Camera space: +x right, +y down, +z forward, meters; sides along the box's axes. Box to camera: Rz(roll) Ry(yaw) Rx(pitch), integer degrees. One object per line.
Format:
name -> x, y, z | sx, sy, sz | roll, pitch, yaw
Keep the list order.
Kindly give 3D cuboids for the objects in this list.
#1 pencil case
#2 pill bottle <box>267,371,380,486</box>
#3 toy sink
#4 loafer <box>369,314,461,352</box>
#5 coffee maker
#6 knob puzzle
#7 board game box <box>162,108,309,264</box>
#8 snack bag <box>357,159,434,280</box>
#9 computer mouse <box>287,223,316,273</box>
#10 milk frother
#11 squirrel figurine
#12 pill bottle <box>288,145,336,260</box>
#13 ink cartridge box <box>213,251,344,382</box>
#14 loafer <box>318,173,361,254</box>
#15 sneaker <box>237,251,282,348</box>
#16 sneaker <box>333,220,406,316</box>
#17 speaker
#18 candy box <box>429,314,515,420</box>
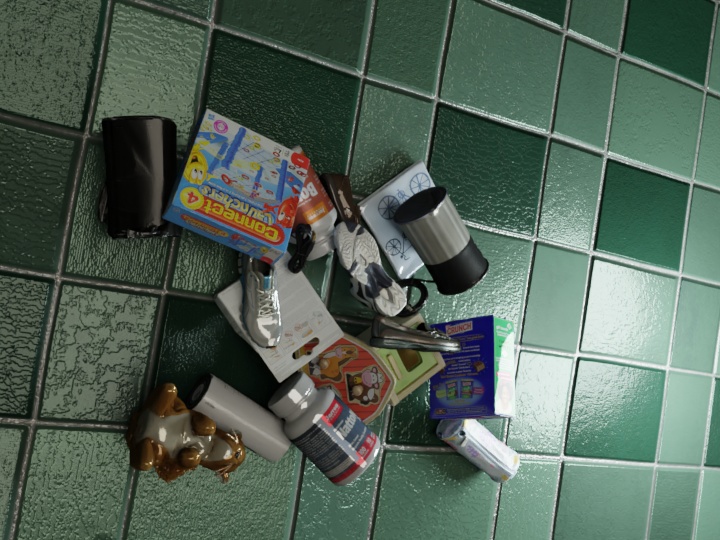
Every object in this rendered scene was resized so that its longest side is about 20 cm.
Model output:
pencil case -> 0.258, 0.380, 1.585 | 0.200, 0.091, 0.083 | 42, 73, -22
pill bottle -> -0.070, 0.288, 1.344 | 0.200, 0.120, 0.120 | 47, 72, -9
toy sink -> 0.049, 0.187, 1.464 | 0.200, 0.112, 0.130 | -32, 104, -22
loafer -> 0.111, 0.123, 1.401 | 0.200, 0.072, 0.063 | 7, 79, -28
coffee maker -> -0.356, -0.153, 1.209 | 0.135, 0.192, 0.200 | -5, 94, -30
knob puzzle -> -0.030, 0.216, 1.394 | 0.030, 0.219, 0.220 | -21, 104, -68
board game box -> -0.200, -0.138, 1.207 | 0.200, 0.056, 0.196 | 23, 58, -22
snack bag -> 0.108, -0.104, 1.539 | 0.189, 0.021, 0.200 | -39, 110, -20
computer mouse -> -0.173, -0.085, 1.334 | 0.200, 0.110, 0.044 | 37, 47, 9
milk frother -> 0.116, -0.031, 1.436 | 0.200, 0.180, 0.188 | -46, 116, -24
squirrel figurine -> -0.299, 0.297, 1.259 | 0.187, 0.200, 0.142 | 23, 62, -28
pill bottle -> -0.115, -0.124, 1.375 | 0.112, 0.112, 0.200 | -36, 106, -21
ink cartridge box -> -0.153, 0.086, 1.371 | 0.163, 0.057, 0.200 | -35, 94, -22
loafer -> -0.022, -0.102, 1.443 | 0.071, 0.073, 0.200 | -21, 103, -27
sneaker -> -0.178, 0.040, 1.304 | 0.075, 0.087, 0.200 | -9, 81, -21
sneaker -> 0.000, 0.000, 1.394 | 0.079, 0.130, 0.199 | -42, 100, -18
speaker -> -0.220, 0.275, 1.348 | 0.200, 0.081, 0.081 | 38, 75, -23
candy box -> 0.227, 0.203, 1.496 | 0.077, 0.169, 0.200 | 16, 69, -42
